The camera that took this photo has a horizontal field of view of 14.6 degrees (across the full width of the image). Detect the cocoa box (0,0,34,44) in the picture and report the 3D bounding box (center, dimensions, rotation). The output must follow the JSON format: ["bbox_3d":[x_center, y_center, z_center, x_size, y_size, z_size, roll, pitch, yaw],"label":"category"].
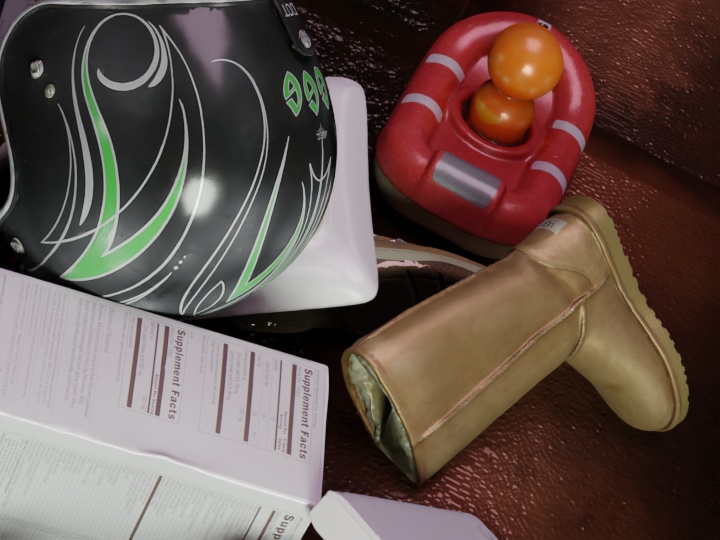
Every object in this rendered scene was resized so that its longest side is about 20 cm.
[{"bbox_3d":[-0.316,-0.200,1.751,0.200,0.134,0.131,41,43,17],"label":"cocoa box"}]

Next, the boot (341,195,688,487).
[{"bbox_3d":[0.096,0.071,1.737,0.200,0.066,0.176,-36,107,-29],"label":"boot"}]

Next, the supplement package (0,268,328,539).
[{"bbox_3d":[-0.129,0.098,1.553,0.199,0.114,0.110,17,42,-13],"label":"supplement package"}]

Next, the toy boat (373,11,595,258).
[{"bbox_3d":[0.097,-0.113,1.887,0.130,0.131,0.200,27,40,0],"label":"toy boat"}]

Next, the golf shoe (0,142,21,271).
[{"bbox_3d":[-0.258,-0.009,1.618,0.077,0.088,0.200,35,42,7],"label":"golf shoe"}]

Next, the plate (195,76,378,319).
[{"bbox_3d":[-0.092,-0.051,1.733,0.198,0.032,0.201,-5,45,1],"label":"plate"}]

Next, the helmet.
[{"bbox_3d":[-0.111,-0.065,1.593,0.199,0.192,0.200,-2,9,0],"label":"helmet"}]

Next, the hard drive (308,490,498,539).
[{"bbox_3d":[0.058,0.181,1.556,0.132,0.026,0.200,48,12,22],"label":"hard drive"}]

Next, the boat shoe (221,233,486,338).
[{"bbox_3d":[0.000,0.000,1.768,0.199,0.072,0.076,9,32,-20],"label":"boat shoe"}]
